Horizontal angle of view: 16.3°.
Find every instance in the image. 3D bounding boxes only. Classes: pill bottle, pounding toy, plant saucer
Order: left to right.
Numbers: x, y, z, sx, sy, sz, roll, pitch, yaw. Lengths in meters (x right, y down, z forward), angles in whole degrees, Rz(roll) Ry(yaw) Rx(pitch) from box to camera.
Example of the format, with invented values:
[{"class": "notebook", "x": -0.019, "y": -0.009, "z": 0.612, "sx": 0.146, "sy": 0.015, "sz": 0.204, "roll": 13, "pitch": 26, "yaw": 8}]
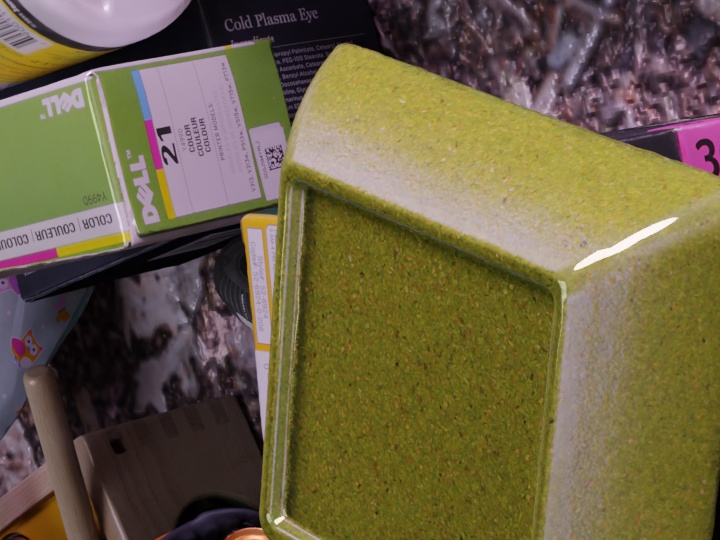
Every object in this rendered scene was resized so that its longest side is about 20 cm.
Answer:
[{"class": "pill bottle", "x": -0.167, "y": -0.135, "z": 1.110, "sx": 0.200, "sy": 0.111, "sz": 0.111, "roll": -11, "pitch": 91, "yaw": 48}, {"class": "pounding toy", "x": -0.120, "y": 0.154, "z": 1.264, "sx": 0.200, "sy": 0.142, "sz": 0.184, "roll": -37, "pitch": 72, "yaw": 46}, {"class": "plant saucer", "x": 0.030, "y": 0.044, "z": 0.836, "sx": 0.200, "sy": 0.048, "sz": 0.200, "roll": 24, "pitch": 118, "yaw": 45}]

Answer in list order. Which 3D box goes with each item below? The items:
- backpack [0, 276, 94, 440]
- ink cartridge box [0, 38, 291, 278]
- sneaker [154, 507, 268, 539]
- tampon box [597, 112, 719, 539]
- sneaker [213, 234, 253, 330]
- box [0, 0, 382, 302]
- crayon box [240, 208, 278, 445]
[{"class": "backpack", "x": -0.228, "y": 0.025, "z": 1.321, "sx": 0.126, "sy": 0.200, "sz": 0.167, "roll": -10, "pitch": 130, "yaw": 44}, {"class": "ink cartridge box", "x": -0.145, "y": -0.035, "z": 1.045, "sx": 0.148, "sy": 0.200, "sz": 0.076, "roll": -11, "pitch": 92, "yaw": 47}, {"class": "sneaker", "x": -0.037, "y": 0.169, "z": 1.143, "sx": 0.112, "sy": 0.200, "sz": 0.078, "roll": -55, "pitch": 48, "yaw": 31}, {"class": "tampon box", "x": 0.140, "y": 0.041, "z": 0.941, "sx": 0.126, "sy": 0.150, "sz": 0.200, "roll": -7, "pitch": 94, "yaw": 50}, {"class": "sneaker", "x": 0.000, "y": 0.000, "z": 1.124, "sx": 0.200, "sy": 0.067, "sz": 0.091, "roll": 16, "pitch": 156, "yaw": 42}, {"class": "box", "x": -0.094, "y": -0.101, "z": 1.199, "sx": 0.200, "sy": 0.104, "sz": 0.182, "roll": -19, "pitch": 86, "yaw": 48}, {"class": "crayon box", "x": 0.041, "y": 0.042, "z": 0.901, "sx": 0.200, "sy": 0.052, "sz": 0.126, "roll": 6, "pitch": 104, "yaw": 51}]
